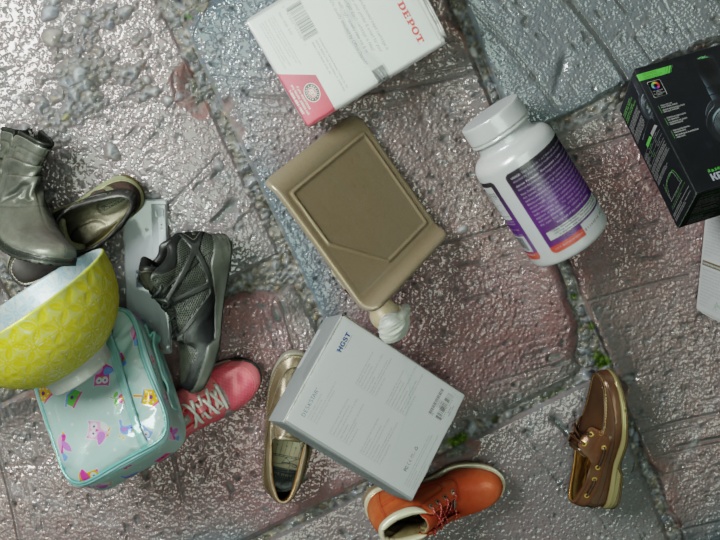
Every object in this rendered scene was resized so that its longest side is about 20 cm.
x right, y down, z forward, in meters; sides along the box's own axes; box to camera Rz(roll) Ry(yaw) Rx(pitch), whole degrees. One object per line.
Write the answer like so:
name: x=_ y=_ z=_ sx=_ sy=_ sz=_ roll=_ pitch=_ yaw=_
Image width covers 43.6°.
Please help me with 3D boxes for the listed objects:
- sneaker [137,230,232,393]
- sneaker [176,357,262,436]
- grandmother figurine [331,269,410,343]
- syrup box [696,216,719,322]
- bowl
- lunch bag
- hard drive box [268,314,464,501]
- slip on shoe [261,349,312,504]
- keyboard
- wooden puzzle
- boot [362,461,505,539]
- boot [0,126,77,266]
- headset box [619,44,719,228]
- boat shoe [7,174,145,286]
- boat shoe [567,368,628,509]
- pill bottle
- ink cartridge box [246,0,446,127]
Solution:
sneaker: x=-0.227 y=0.049 z=1.113 sx=0.113 sy=0.076 sz=0.202 roll=6 pitch=92 yaw=-27
sneaker: x=-0.214 y=0.183 z=1.154 sx=0.199 sy=0.087 sz=0.074 roll=-27 pitch=104 yaw=-1
grandmother figurine: x=0.000 y=0.000 z=1.135 sx=0.060 sy=0.121 sz=0.201 roll=-32 pitch=88 yaw=43
syrup box: x=0.512 y=-0.035 z=1.202 sx=0.078 sy=0.081 sz=0.202 roll=0 pitch=102 yaw=-8
bowl: x=-0.346 y=0.075 z=1.019 sx=0.199 sy=0.200 sz=0.108 roll=-31 pitch=107 yaw=0
lunch bag: x=-0.305 y=0.149 z=1.097 sx=0.159 sy=0.077 sz=0.201 roll=-29 pitch=68 yaw=7
hard drive box: x=0.009 y=0.175 z=1.157 sx=0.199 sy=0.077 sz=0.157 roll=34 pitch=73 yaw=-13
slip on shoe: x=-0.093 y=0.207 z=1.185 sx=0.075 sy=0.061 sz=0.202 roll=11 pitch=98 yaw=-9
keyboard: x=-0.273 y=0.010 z=1.155 sx=0.056 sy=0.011 sz=0.202 roll=0 pitch=100 yaw=-1
wooden puzzle: x=-0.003 y=-0.071 z=1.103 sx=0.200 sy=0.037 sz=0.185 roll=51 pitch=49 yaw=-6
boot: x=0.108 y=0.319 z=1.210 sx=0.198 sy=0.107 sz=0.076 roll=-13 pitch=100 yaw=-6
boot: x=-0.382 y=-0.091 z=1.040 sx=0.067 sy=0.199 sz=0.132 roll=5 pitch=108 yaw=-49
headset box: x=0.443 y=-0.180 z=1.120 sx=0.172 sy=0.093 sz=0.202 roll=-15 pitch=65 yaw=-3
boat shoe: x=-0.355 y=-0.047 z=1.101 sx=0.199 sy=0.065 sz=0.073 roll=-38 pitch=104 yaw=5
boat shoe: x=0.322 y=0.235 z=1.235 sx=0.067 sy=0.072 sz=0.202 roll=-1 pitch=103 yaw=-8
pill bottle: x=0.215 y=-0.115 z=1.135 sx=0.111 sy=0.111 sz=0.201 roll=-35 pitch=103 yaw=1
ink cartridge box: x=-0.017 y=-0.288 z=1.089 sx=0.199 sy=0.085 sz=0.146 roll=-31 pitch=103 yaw=2
